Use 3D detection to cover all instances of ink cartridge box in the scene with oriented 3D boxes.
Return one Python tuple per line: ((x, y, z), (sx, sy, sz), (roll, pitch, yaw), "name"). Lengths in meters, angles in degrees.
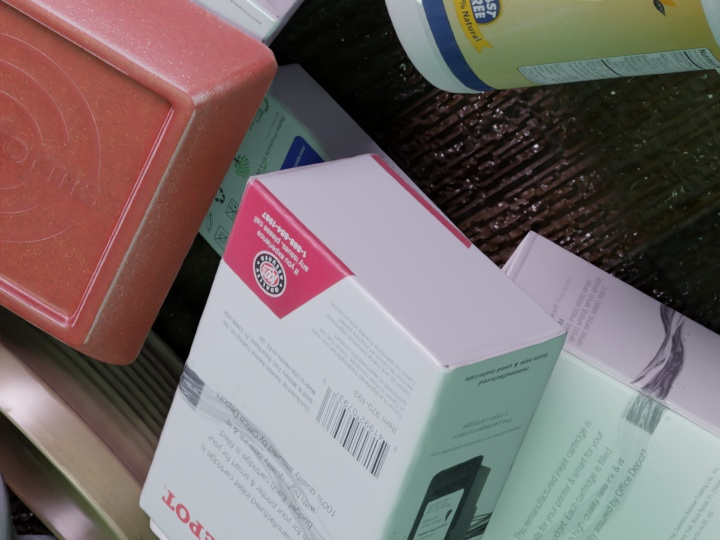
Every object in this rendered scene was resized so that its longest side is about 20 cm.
((-0.008, 0.071, 1.328), (0.145, 0.083, 0.201), (43, 129, 31), "ink cartridge box")
((0.130, 0.095, 1.428), (0.199, 0.085, 0.146), (28, 126, 0), "ink cartridge box")
((0.000, 0.000, 1.389), (0.200, 0.039, 0.100), (49, 131, 27), "ink cartridge box")

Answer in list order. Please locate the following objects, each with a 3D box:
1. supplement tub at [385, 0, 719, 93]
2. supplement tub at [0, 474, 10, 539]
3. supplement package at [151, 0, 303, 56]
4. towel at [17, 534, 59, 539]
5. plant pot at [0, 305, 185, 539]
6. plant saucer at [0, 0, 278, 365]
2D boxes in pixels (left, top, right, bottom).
((0.119, -0.156, 1.239), (0.199, 0.145, 0.145), (-5, 119, 23), "supplement tub")
((-0.249, 0.141, 1.468), (0.144, 0.145, 0.200), (25, 163, 4), "supplement tub")
((-0.114, -0.114, 1.365), (0.120, 0.121, 0.200), (39, 126, -4), "supplement package")
((-0.199, 0.235, 1.572), (0.170, 0.201, 0.048), (-1, 145, 21), "towel")
((-0.136, 0.079, 1.486), (0.201, 0.093, 0.201), (44, 164, 15), "plant pot")
((-0.162, -0.066, 1.316), (0.199, 0.037, 0.200), (31, 125, 2), "plant saucer")
